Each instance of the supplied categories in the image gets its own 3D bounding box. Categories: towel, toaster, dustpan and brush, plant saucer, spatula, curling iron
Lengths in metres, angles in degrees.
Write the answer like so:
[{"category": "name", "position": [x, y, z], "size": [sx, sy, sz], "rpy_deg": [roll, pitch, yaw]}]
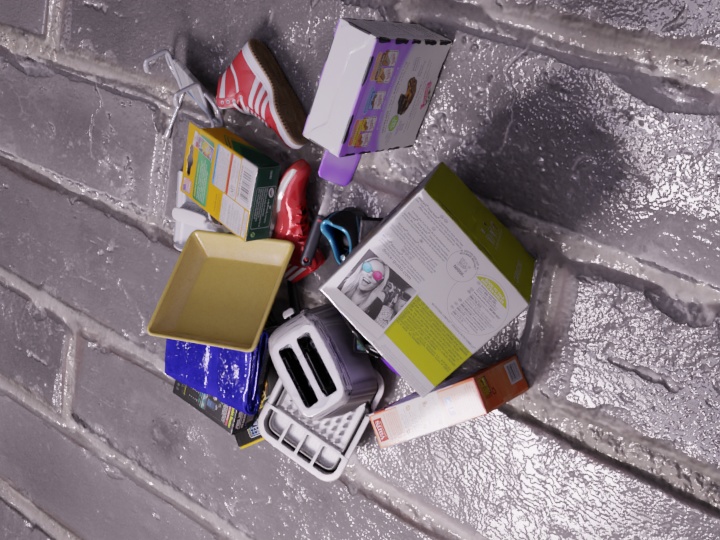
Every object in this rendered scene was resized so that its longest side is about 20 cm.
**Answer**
[{"category": "towel", "position": [-0.243, 0.138, 1.609], "size": [0.198, 0.049, 0.150], "rpy_deg": [19, 108, 31]}, {"category": "toaster", "position": [-0.056, 0.149, 1.507], "size": [0.113, 0.129, 0.202], "rpy_deg": [-30, 79, 18]}, {"category": "dustpan and brush", "position": [-0.272, -0.087, 1.716], "size": [0.198, 0.057, 0.142], "rpy_deg": [18, 109, 33]}, {"category": "plant saucer", "position": [-0.214, 0.039, 1.567], "size": [0.197, 0.049, 0.202], "rpy_deg": [7, 60, 23]}, {"category": "spatula", "position": [-0.057, -0.101, 1.545], "size": [0.056, 0.021, 0.203], "rpy_deg": [19, 95, -10]}, {"category": "curling iron", "position": [-0.095, 0.103, 1.647], "size": [0.049, 0.025, 0.204], "rpy_deg": [-14, 87, 21]}]

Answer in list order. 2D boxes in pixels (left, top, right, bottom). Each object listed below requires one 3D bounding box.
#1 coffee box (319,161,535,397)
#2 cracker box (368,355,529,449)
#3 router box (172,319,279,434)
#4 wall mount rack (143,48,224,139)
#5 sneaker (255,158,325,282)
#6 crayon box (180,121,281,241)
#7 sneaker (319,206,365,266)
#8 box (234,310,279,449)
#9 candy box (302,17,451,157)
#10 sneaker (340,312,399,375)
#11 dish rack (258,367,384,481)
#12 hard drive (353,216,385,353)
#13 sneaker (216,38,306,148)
[{"category": "coffee box", "position": [0.098, 0.005, 1.321], "size": [0.200, 0.200, 0.198], "rpy_deg": [46, 109, -3]}, {"category": "cracker box", "position": [0.127, 0.191, 1.430], "size": [0.198, 0.133, 0.059], "rpy_deg": [-26, 84, 36]}, {"category": "router box", "position": [-0.230, 0.151, 1.671], "size": [0.149, 0.062, 0.203], "rpy_deg": [29, 114, 29]}, {"category": "wall mount rack", "position": [-0.302, -0.275, 1.688], "size": [0.200, 0.074, 0.175], "rpy_deg": [47, 161, 35]}, {"category": "sneaker", "position": [-0.091, -0.072, 1.593], "size": [0.114, 0.078, 0.202], "rpy_deg": [31, 123, 14]}, {"category": "crayon box", "position": [-0.213, -0.148, 1.596], "size": [0.199, 0.051, 0.128], "rpy_deg": [35, 123, 38]}, {"category": "sneaker", "position": [0.000, 0.000, 1.520], "size": [0.073, 0.081, 0.202], "rpy_deg": [-36, 79, 32]}, {"category": "box", "position": [-0.182, 0.190, 1.713], "size": [0.159, 0.049, 0.203], "rpy_deg": [-27, 83, 38]}, {"category": "candy box", "position": [0.026, -0.256, 1.377], "size": [0.071, 0.199, 0.170], "rpy_deg": [32, 116, 26]}, {"category": "sneaker", "position": [0.042, 0.106, 1.414], "size": [0.200, 0.100, 0.070], "rpy_deg": [42, 101, -12]}, {"category": "dish rack", "position": [-0.059, 0.217, 1.597], "size": [0.170, 0.043, 0.202], "rpy_deg": [31, 101, 20]}, {"category": "hard drive", "position": [0.061, 0.025, 1.466], "size": [0.137, 0.038, 0.204], "rpy_deg": [3, 103, 0]}, {"category": "sneaker", "position": [-0.163, -0.261, 1.597], "size": [0.112, 0.071, 0.202], "rpy_deg": [-37, 69, 31]}]
